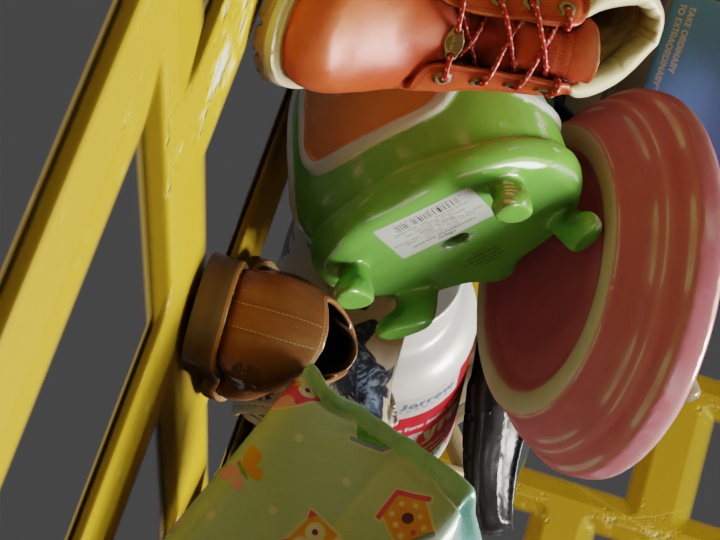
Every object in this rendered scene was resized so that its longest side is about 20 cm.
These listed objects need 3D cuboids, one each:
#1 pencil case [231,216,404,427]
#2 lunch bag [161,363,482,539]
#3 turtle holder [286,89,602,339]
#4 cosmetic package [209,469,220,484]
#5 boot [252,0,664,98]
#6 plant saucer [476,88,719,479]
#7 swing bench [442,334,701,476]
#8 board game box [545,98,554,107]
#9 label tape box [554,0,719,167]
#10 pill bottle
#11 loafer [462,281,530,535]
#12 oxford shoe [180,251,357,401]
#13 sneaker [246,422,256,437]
[{"bbox_3d":[0.000,0.000,1.272,0.078,0.089,0.201,146,-37,-70],"label":"pencil case"},{"bbox_3d":[-0.031,0.159,1.057,0.171,0.122,0.200,-50,164,-15],"label":"lunch bag"},{"bbox_3d":[0.042,-0.056,1.157,0.185,0.133,0.141,-1,152,-45],"label":"turtle holder"},{"bbox_3d":[-0.070,0.220,1.248,0.108,0.084,0.201,-65,172,-53],"label":"cosmetic package"},{"bbox_3d":[0.046,-0.109,1.020,0.199,0.107,0.076,-19,130,-44],"label":"boot"},{"bbox_3d":[0.113,0.004,1.205,0.200,0.050,0.202,-169,-90,-69],"label":"plant saucer"},{"bbox_3d":[0.094,0.025,1.583,0.198,0.129,0.201,-33,-126,32],"label":"swing bench"},{"bbox_3d":[0.063,-0.103,1.397,0.200,0.045,0.153,157,-62,-73],"label":"board game box"},{"bbox_3d":[0.162,-0.090,1.283,0.200,0.063,0.145,-127,-128,-63],"label":"label tape box"},{"bbox_3d":[0.011,0.044,1.413,0.200,0.111,0.113,97,11,-62],"label":"pill bottle"},{"bbox_3d":[0.100,0.061,1.421,0.068,0.070,0.202,-82,178,-88],"label":"loafer"},{"bbox_3d":[-0.036,0.034,1.105,0.200,0.071,0.072,15,90,-87],"label":"oxford shoe"},{"bbox_3d":[-0.031,0.121,1.402,0.200,0.079,0.074,93,16,-65],"label":"sneaker"}]
